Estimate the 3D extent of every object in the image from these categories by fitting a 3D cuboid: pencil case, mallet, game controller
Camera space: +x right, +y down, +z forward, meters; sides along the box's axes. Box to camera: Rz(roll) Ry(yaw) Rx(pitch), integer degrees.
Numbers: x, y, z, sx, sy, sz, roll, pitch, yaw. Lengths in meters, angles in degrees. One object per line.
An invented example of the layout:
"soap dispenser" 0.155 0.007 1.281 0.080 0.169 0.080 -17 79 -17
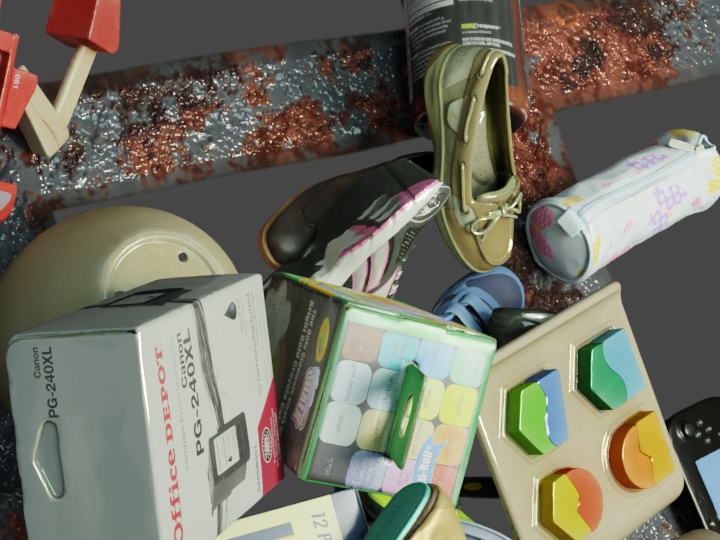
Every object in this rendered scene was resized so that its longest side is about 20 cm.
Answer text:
"pencil case" 0.244 -0.061 1.261 0.199 0.091 0.083 -28 87 -29
"mallet" 0.066 0.168 1.133 0.199 0.041 0.066 -2 78 -31
"game controller" 0.337 0.216 1.243 0.104 0.042 0.201 -18 83 -29

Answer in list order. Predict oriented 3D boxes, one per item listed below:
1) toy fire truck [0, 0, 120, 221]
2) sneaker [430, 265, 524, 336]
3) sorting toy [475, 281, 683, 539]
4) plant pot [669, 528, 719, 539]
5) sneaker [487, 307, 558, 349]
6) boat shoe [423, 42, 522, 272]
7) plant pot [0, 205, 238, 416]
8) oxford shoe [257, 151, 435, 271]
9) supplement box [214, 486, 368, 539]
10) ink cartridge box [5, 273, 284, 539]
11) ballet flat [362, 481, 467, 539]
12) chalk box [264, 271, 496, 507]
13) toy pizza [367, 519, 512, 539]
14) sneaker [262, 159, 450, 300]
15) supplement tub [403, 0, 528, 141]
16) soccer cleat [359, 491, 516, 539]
"toy fire truck" -0.258 -0.126 1.042 0.141 0.049 0.201 9 93 -61
"sneaker" 0.081 0.061 1.147 0.074 0.082 0.200 49 57 -2
"sorting toy" 0.176 0.131 1.080 0.185 0.036 0.201 -27 104 -35
"plant pot" 0.228 0.326 1.084 0.173 0.200 0.201 -16 81 -13
"sneaker" 0.169 0.099 1.152 0.200 0.074 0.085 39 66 -38
"boat shoe" 0.102 -0.087 1.135 0.073 0.063 0.202 -27 119 -39
"plant pot" -0.161 0.035 1.008 0.199 0.134 0.201 9 70 -24
"oxford shoe" 0.003 -0.058 1.152 0.199 0.072 0.071 -29 87 -30
"supplement box" -0.107 0.247 0.925 0.199 0.200 0.135 -11 78 -28
"ink cartridge box" -0.122 0.089 0.833 0.083 0.200 0.146 -4 98 16
"ballet flat" 0.001 0.215 0.837 0.200 0.069 0.063 -44 109 -29
"chalk box" 0.009 0.085 0.968 0.123 0.200 0.125 15 93 -24
"toy pizza" 0.060 0.269 1.030 0.200 0.200 0.032 45 21 -6
"sneaker" 0.000 0.000 1.100 0.086 0.200 0.080 39 14 -33
"supplement tub" 0.092 -0.221 1.230 0.106 0.107 0.201 6 71 -24
"soccer cleat" 0.068 0.222 1.077 0.200 0.081 0.068 32 23 -24
